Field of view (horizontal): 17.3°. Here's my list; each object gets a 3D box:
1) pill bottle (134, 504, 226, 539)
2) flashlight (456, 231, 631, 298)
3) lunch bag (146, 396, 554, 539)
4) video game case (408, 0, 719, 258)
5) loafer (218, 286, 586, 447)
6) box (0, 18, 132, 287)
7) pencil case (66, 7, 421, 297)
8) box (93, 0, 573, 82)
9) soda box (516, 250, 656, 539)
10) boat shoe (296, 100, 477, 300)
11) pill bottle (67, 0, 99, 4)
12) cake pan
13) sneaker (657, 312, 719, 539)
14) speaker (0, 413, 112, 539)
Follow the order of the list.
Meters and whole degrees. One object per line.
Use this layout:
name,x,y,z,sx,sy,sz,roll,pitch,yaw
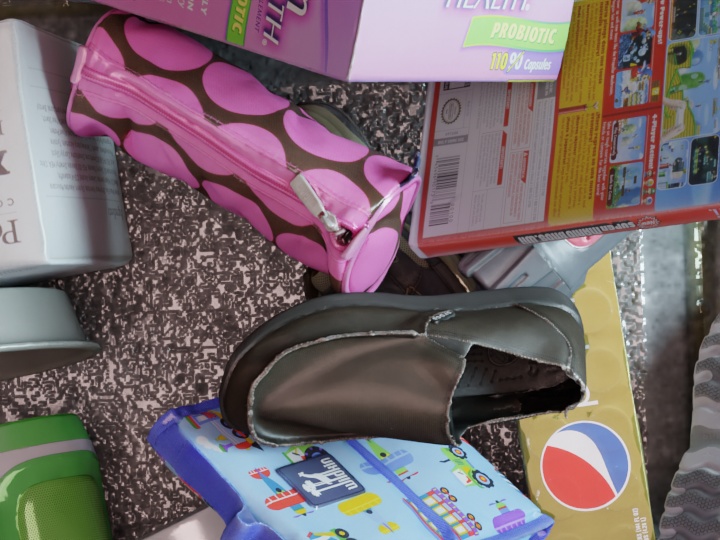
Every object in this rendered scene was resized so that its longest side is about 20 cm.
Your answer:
pill bottle,-0.054,0.228,1.327,0.119,0.120,0.201,-26,88,6
flashlight,0.138,-0.054,1.268,0.200,0.068,0.068,-41,80,-1
lunch bag,-0.017,0.128,1.257,0.150,0.200,0.094,43,112,23
video game case,0.123,-0.084,1.244,0.199,0.017,0.144,-8,60,29
loafer,0.027,0.053,1.209,0.199,0.071,0.073,-11,123,-12
box,-0.248,-0.049,1.306,0.198,0.200,0.132,-10,89,6
pencil case,-0.065,-0.065,1.249,0.199,0.094,0.091,29,111,13
box,-0.015,-0.166,1.237,0.199,0.175,0.097,20,106,37
soda box,0.120,0.073,1.333,0.067,0.064,0.201,-9,89,5
boat shoe,0.000,0.000,1.331,0.073,0.075,0.200,-30,77,-36
pill bottle,-0.128,-0.253,1.333,0.113,0.114,0.201,3,91,7
cake pan,-0.244,0.042,1.309,0.199,0.200,0.037,-10,83,7
sneaker,0.227,0.089,1.326,0.075,0.082,0.201,15,78,45
speaker,-0.173,0.185,1.324,0.088,0.088,0.201,-13,83,7
